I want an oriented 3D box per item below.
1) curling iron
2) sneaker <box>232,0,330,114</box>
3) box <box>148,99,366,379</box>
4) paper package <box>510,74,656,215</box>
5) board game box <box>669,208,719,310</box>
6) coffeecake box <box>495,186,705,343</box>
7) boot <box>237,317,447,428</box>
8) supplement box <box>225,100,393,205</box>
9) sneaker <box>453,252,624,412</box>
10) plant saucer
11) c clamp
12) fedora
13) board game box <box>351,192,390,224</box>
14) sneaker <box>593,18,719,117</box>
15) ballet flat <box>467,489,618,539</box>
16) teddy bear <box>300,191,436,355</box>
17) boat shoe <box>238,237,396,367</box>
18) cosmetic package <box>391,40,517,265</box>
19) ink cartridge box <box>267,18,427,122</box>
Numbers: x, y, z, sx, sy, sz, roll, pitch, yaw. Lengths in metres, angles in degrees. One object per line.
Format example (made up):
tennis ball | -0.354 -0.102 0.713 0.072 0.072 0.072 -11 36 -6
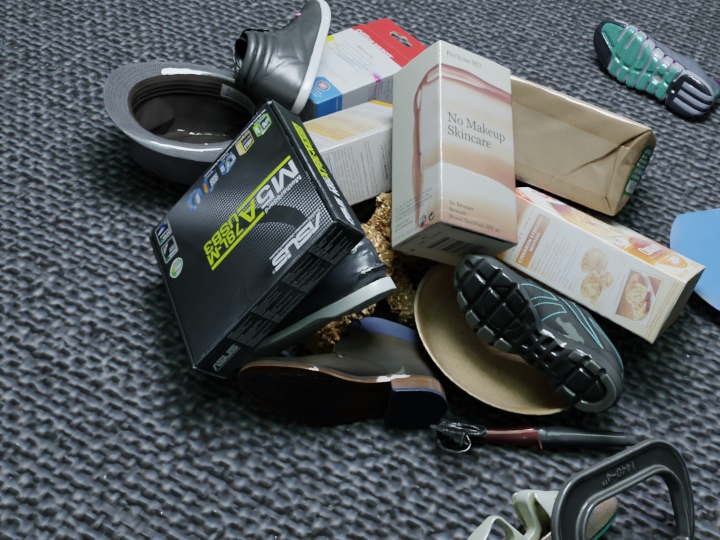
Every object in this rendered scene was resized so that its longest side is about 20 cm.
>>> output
curling iron | 0.164 0.161 0.897 0.200 0.026 0.050 4 9 -8
sneaker | -0.098 -0.282 1.152 0.099 0.071 0.200 21 49 -15
box | -0.106 -0.033 0.895 0.047 0.200 0.193 29 24 -41
paper package | 0.235 -0.146 1.091 0.190 0.104 0.200 23 13 15
board game box | 0.453 -0.003 1.090 0.200 0.039 0.158 -9 53 -9
coffeecake box | 0.247 -0.014 1.001 0.200 0.073 0.153 30 18 20
boot | -0.019 0.094 0.918 0.200 0.075 0.097 11 37 -12
supplement box | -0.031 -0.121 1.048 0.200 0.074 0.126 -22 26 -23
sneaker | 0.175 0.055 0.925 0.200 0.075 0.079 44 36 9
plant saucer | 0.144 0.069 0.962 0.200 0.035 0.200 11 48 -12
c clamp | 0.223 0.239 0.794 0.200 0.027 0.171 -21 93 -33
fedora | -0.204 -0.163 1.118 0.200 0.090 0.177 -5 49 -23
board game box | -0.023 -0.061 1.088 0.120 0.032 0.200 4 46 -8
sneaker | 0.424 -0.290 1.348 0.200 0.074 0.087 45 42 19
ballet flat | 0.140 0.227 0.797 0.200 0.068 0.067 -30 90 -31
teddy bear | 0.000 0.000 0.977 0.200 0.067 0.145 -21 72 -14
boat shoe | -0.063 0.035 0.906 0.200 0.076 0.060 -27 80 11
cosmetic package | 0.094 -0.115 0.961 0.103 0.087 0.200 12 66 -31
ink cartridge box | -0.012 -0.255 1.246 0.200 0.067 0.116 -26 54 -28
